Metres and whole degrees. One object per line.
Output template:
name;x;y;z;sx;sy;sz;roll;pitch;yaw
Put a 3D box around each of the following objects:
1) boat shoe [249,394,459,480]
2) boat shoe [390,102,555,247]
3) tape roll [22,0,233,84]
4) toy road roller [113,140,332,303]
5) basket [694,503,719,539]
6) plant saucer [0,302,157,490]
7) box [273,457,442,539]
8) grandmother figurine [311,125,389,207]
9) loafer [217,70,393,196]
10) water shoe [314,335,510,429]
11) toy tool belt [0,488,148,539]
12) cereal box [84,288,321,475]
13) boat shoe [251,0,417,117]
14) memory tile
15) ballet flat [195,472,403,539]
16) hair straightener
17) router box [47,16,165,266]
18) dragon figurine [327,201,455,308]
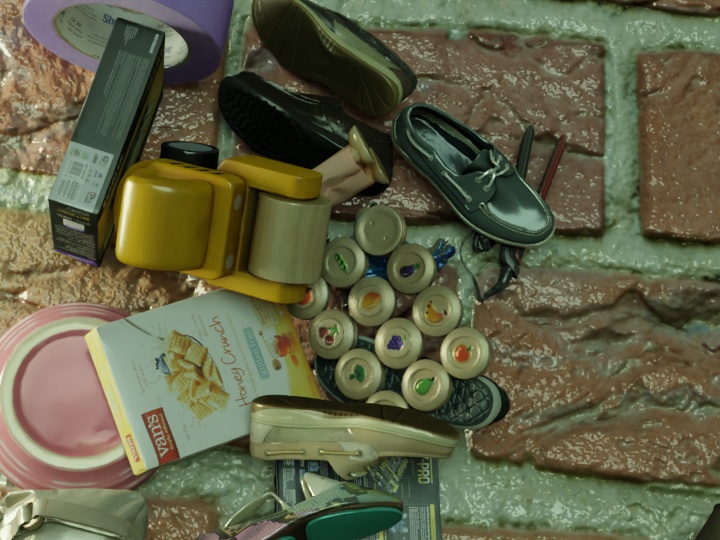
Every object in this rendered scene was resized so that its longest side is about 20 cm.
boat shoe;-0.007;0.160;1.660;0.200;0.072;0.065;6;97;10
boat shoe;0.115;-0.097;1.789;0.200;0.062;0.073;40;73;6
tape roll;-0.229;-0.257;1.756;0.200;0.200;0.066;13;71;-4
toy road roller;-0.141;-0.042;1.661;0.200;0.146;0.123;14;105;22
basket;0.340;0.354;1.675;0.180;0.136;0.200;43;75;11
plant saucer;-0.270;0.123;1.706;0.200;0.051;0.201;3;71;-8
box;-0.003;0.248;1.703;0.161;0.049;0.200;-1;72;-6
grandmother figurine;-0.071;-0.062;1.764;0.200;0.121;0.061;-29;42;7
loafer;-0.053;-0.148;1.822;0.200;0.073;0.071;30;49;-6
water shoe;0.049;0.117;1.746;0.200;0.079;0.072;18;89;24
toy tool belt;-0.292;0.266;1.619;0.200;0.125;0.123;0;63;-7
cereal box;-0.148;0.097;1.700;0.200;0.040;0.144;-18;84;-31
boat shoe;-0.028;-0.231;1.851;0.200;0.073;0.065;41;39;17
memory tile;0.023;0.050;1.711;0.153;0.017;0.200;-39;71;13
ballet flat;-0.062;0.231;1.649;0.200;0.069;0.071;-20;54;-9
hair straightener;0.147;-0.062;1.836;0.077;0.041;0.200;20;75;3
router box;-0.246;-0.122;1.733;0.052;0.157;0.200;18;71;-2
dragon figurine;0.000;0.000;1.778;0.200;0.059;0.099;-30;78;-16
